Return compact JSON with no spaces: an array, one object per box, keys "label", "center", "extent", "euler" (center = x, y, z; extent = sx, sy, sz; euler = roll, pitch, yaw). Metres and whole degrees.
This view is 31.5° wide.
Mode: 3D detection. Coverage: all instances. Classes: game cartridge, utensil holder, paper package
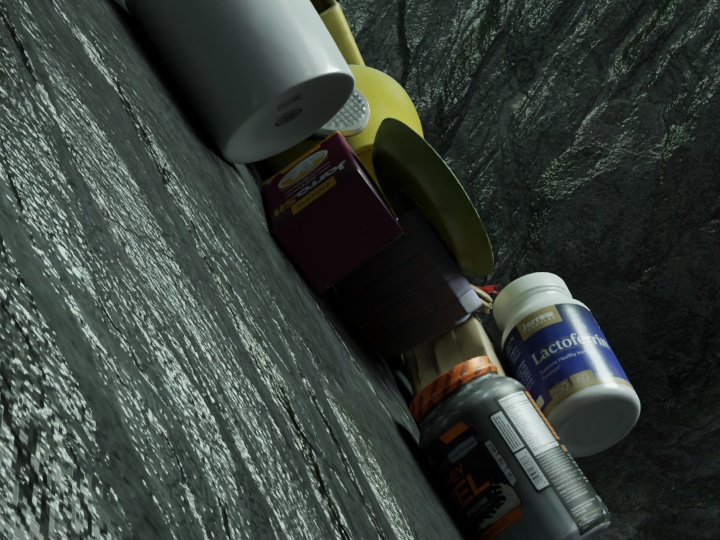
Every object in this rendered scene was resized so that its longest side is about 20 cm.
[{"label":"game cartridge","center":[0.046,0.020,1.409],"extent":[0.130,0.038,0.200],"euler":[52,-31,-3]},{"label":"utensil holder","center":[-0.121,-0.234,1.310],"extent":[0.200,0.170,0.170],"euler":[59,4,12]},{"label":"paper package","center":[0.146,0.170,1.487],"extent":[0.200,0.103,0.191],"euler":[53,13,-30]}]

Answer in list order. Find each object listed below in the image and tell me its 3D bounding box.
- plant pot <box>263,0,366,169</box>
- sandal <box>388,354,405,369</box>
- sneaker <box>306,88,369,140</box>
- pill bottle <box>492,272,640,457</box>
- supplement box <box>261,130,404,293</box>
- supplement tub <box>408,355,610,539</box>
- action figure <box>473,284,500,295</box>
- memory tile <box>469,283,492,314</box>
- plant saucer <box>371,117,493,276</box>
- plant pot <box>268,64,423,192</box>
[{"label":"plant pot","center":[-0.074,-0.223,1.677],"extent":[0.200,0.194,0.196],"euler":[59,2,-17]},{"label":"sandal","center":[0.059,0.085,1.601],"extent":[0.082,0.055,0.200],"euler":[57,10,24]},{"label":"sneaker","center":[-0.082,-0.192,1.494],"extent":[0.199,0.079,0.079],"euler":[18,-22,11]},{"label":"pill bottle","center":[0.229,0.104,1.460],"extent":[0.116,0.115,0.200],"euler":[51,12,-47]},{"label":"supplement box","center":[-0.034,-0.067,1.361],"extent":[0.086,0.110,0.200],"euler":[53,4,-18]},{"label":"supplement tub","center":[0.138,0.190,1.230],"extent":[0.200,0.122,0.123],"euler":[56,4,20]},{"label":"action figure","center":[0.149,-0.028,1.892],"extent":[0.065,0.099,0.201],"euler":[-107,-170,-73]},{"label":"memory tile","center":[0.068,-0.005,1.506],"extent":[0.200,0.017,0.153],"euler":[29,-2,9]},{"label":"plant saucer","center":[0.069,-0.070,1.360],"extent":[0.200,0.031,0.200],"euler":[53,-12,17]},{"label":"plant pot","center":[-0.002,-0.134,1.557],"extent":[0.200,0.200,0.142],"euler":[53,2,-31]}]
